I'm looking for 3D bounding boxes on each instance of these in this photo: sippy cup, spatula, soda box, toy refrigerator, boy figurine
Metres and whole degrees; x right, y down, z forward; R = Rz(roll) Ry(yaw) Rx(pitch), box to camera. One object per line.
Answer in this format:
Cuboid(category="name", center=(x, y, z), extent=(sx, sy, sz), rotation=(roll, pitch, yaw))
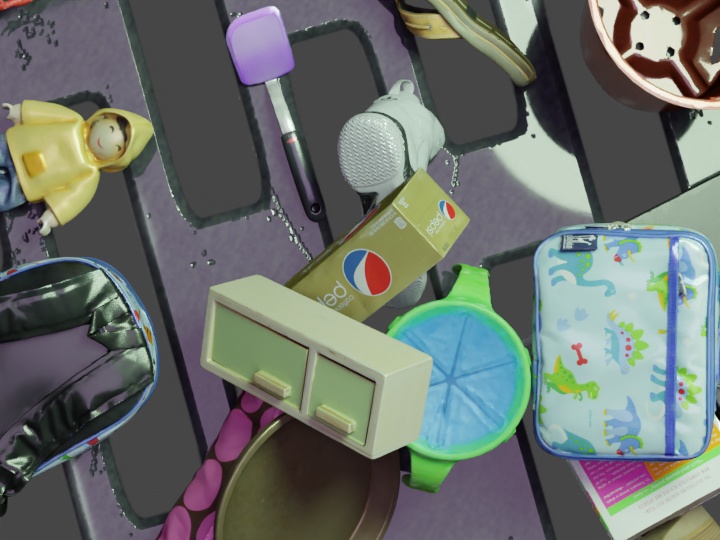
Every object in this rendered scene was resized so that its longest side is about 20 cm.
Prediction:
Cuboid(category="sippy cup", center=(0.075, 0.094, 1.266), extent=(0.178, 0.130, 0.140), rotation=(-41, 89, -2))
Cuboid(category="spatula", center=(-0.071, -0.141, 1.328), extent=(0.056, 0.021, 0.201), rotation=(-18, 89, -3))
Cuboid(category="soda box", center=(0.000, 0.000, 1.242), extent=(0.064, 0.068, 0.200), rotation=(45, 130, -6))
Cuboid(category="toy refrigerator", center=(-0.042, 0.077, 1.194), extent=(0.199, 0.070, 0.076), rotation=(24, 115, 34))
Cuboid(category="boy figurine", center=(-0.284, -0.096, 1.302), extent=(0.199, 0.064, 0.125), rotation=(-12, 85, 2))

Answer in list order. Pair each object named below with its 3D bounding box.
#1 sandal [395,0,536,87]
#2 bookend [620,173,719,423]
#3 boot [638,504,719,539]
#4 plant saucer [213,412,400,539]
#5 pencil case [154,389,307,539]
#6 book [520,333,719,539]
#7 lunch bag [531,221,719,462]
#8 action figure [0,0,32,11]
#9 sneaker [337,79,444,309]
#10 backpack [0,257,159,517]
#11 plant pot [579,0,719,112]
Cuboid(category="sandal", center=(0.074, -0.228, 1.316), extent=(0.200, 0.080, 0.054), rotation=(41, 109, -3))
Cuboid(category="bookend", center=(0.359, 0.004, 1.294), extent=(0.199, 0.092, 0.200), rotation=(-27, 88, -3))
Cuboid(category="boot", center=(0.279, 0.313, 1.257), extent=(0.199, 0.072, 0.167), rotation=(-29, 92, -36))
Cuboid(category="plant saucer", center=(-0.049, 0.202, 1.257), extent=(0.199, 0.029, 0.201), rotation=(-16, 117, -35))
Cuboid(category="pencil case", center=(-0.107, 0.188, 1.278), extent=(0.090, 0.094, 0.201), rotation=(28, 87, 1))
Cuboid(category="book", center=(0.235, 0.127, 1.285), extent=(0.133, 0.048, 0.201), rotation=(-27, 70, -1))
Cuboid(category="lunch bag", center=(0.226, 0.059, 1.216), extent=(0.160, 0.082, 0.202), rotation=(3, 95, 14))
Cuboid(category="action figure", center=(-0.338, -0.264, 1.318), extent=(0.199, 0.052, 0.066), rotation=(-25, 85, -4))
Cuboid(category="sneaker", center=(0.037, -0.070, 1.297), extent=(0.075, 0.115, 0.201), rotation=(5, 125, 23))
Cuboid(category="backpack", center=(-0.271, 0.080, 1.252), extent=(0.189, 0.154, 0.201), rotation=(-23, 96, 4))
Cuboid(category="plant pot", center=(0.279, -0.224, 1.252), extent=(0.199, 0.195, 0.202), rotation=(0, 87, -1))
